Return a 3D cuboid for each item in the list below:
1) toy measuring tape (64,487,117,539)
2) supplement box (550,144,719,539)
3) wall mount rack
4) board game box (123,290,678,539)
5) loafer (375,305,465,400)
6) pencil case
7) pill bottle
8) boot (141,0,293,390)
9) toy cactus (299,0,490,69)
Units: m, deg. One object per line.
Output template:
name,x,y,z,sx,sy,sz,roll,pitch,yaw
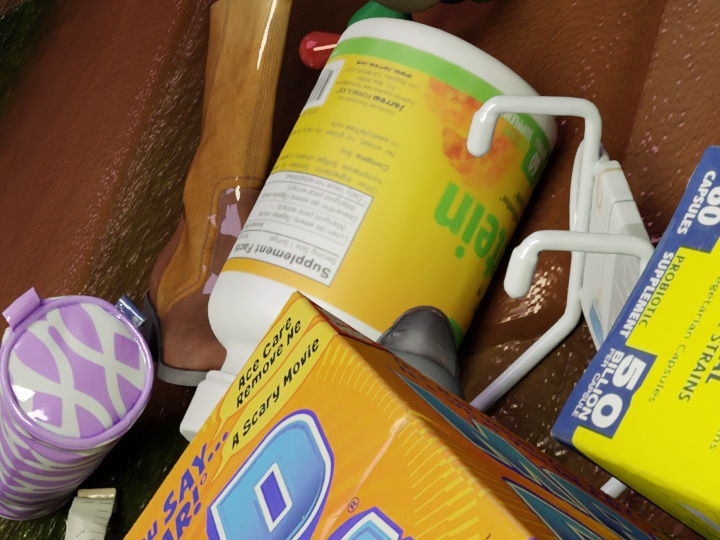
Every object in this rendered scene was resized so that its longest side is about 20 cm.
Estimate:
toy measuring tape,-0.139,0.175,0.968,0.074,0.073,0.200,-51,12,10
supplement box,0.166,0.046,0.550,0.110,0.109,0.200,-60,28,-7
wall mount rack,0.070,0.035,0.753,0.201,0.074,0.175,-98,10,-60
board game box,0.029,0.166,0.547,0.201,0.199,0.200,-55,27,4
loafer,-0.001,0.102,0.778,0.063,0.071,0.201,-68,1,-56
pencil case,-0.169,0.075,1.024,0.084,0.085,0.200,-52,2,-28
pill bottle,0.000,0.000,0.861,0.111,0.111,0.201,4,64,59
boot,-0.052,-0.039,0.984,0.188,0.068,0.202,-154,76,-74
toy cactus,0.033,-0.156,0.930,0.200,0.103,0.165,-39,-8,22
